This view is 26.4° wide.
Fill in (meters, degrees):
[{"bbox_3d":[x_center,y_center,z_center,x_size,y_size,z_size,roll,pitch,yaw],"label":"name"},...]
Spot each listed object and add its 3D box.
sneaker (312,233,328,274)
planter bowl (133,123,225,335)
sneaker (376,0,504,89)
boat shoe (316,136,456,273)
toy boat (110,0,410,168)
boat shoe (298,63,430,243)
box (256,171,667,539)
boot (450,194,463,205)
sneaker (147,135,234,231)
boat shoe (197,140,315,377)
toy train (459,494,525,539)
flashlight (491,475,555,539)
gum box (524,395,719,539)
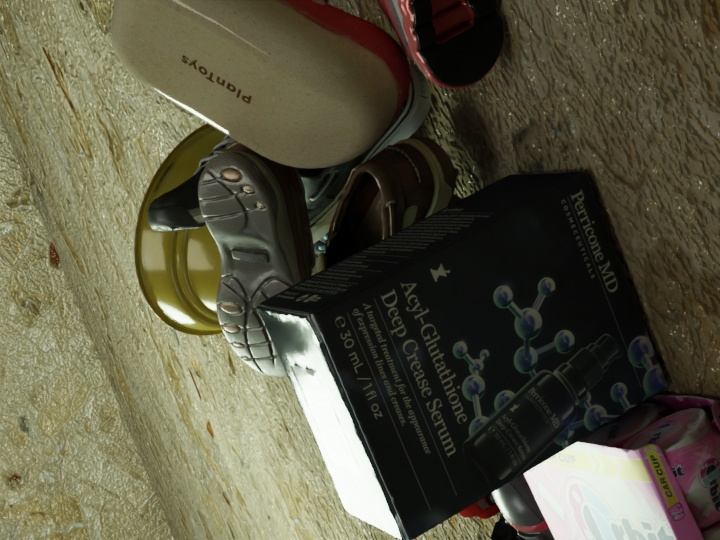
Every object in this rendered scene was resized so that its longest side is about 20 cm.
[{"bbox_3d":[-0.022,-0.050,1.204,0.086,0.077,0.202,39,133,36],"label":"sneaker"},{"bbox_3d":[-0.094,-0.027,1.342,0.083,0.200,0.202,21,137,41],"label":"planter bowl"},{"bbox_3d":[0.019,-0.207,0.929,0.087,0.073,0.202,33,145,61],"label":"sneaker"},{"bbox_3d":[-0.004,-0.004,1.064,0.075,0.074,0.204,41,131,29],"label":"boat shoe"},{"bbox_3d":[-0.055,-0.162,0.998,0.199,0.131,0.131,31,148,0],"label":"toy boat"},{"bbox_3d":[-0.034,-0.085,1.109,0.200,0.070,0.073,-47,53,35],"label":"boat shoe"},{"bbox_3d":[0.063,0.047,0.947,0.150,0.199,0.107,66,161,-11],"label":"box"},{"bbox_3d":[0.050,0.026,1.127,0.144,0.070,0.203,41,135,30],"label":"boot"},{"bbox_3d":[-0.103,-0.108,1.238,0.075,0.199,0.117,-2,107,45],"label":"sneaker"},{"bbox_3d":[-0.061,-0.010,1.089,0.075,0.072,0.201,12,132,18],"label":"boat shoe"},{"bbox_3d":[0.087,0.171,1.202,0.034,0.046,0.200,-18,123,42],"label":"toy train"},{"bbox_3d":[0.085,0.130,1.071,0.067,0.069,0.200,3,155,46],"label":"flashlight"},{"bbox_3d":[0.179,0.143,0.969,0.114,0.066,0.200,64,162,-6],"label":"gum box"}]
